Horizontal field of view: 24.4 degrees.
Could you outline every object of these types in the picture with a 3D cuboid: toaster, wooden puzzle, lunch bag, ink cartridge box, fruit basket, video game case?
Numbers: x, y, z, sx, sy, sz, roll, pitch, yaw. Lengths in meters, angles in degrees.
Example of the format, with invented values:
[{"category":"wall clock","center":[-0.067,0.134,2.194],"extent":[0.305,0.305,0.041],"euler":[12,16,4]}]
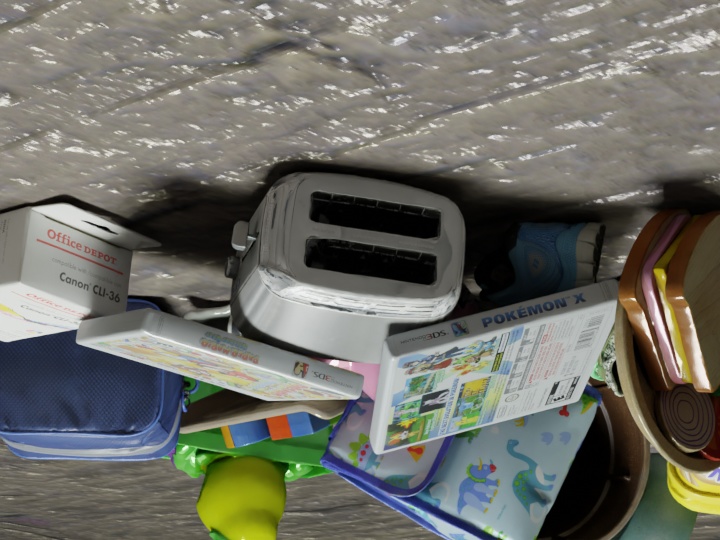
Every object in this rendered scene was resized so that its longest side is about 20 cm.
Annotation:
[{"category":"toaster","center":[0.000,0.000,1.239],"extent":[0.198,0.115,0.129],"euler":[10,159,-6]},{"category":"wooden puzzle","center":[-0.058,0.131,1.636],"extent":[0.199,0.047,0.185],"euler":[-8,-172,38]},{"category":"lunch bag","center":[-0.253,0.106,1.581],"extent":[0.198,0.137,0.132],"euler":[2,162,1]},{"category":"ink cartridge box","center":[-0.272,0.004,1.382],"extent":[0.199,0.068,0.116],"euler":[-11,156,40]},{"category":"fruit basket","center":[-0.128,0.212,1.763],"extent":[0.214,0.218,0.155],"euler":[10,166,-19]},{"category":"video game case","center":[-0.116,0.070,1.320],"extent":[0.181,0.023,0.200],"euler":[19,168,-21]},{"category":"video game case","center":[0.100,0.078,1.288],"extent":[0.181,0.022,0.200],"euler":[-14,156,-10]},{"category":"lunch bag","center":[0.087,0.142,1.465],"extent":[0.199,0.171,0.128],"euler":[28,165,4]}]

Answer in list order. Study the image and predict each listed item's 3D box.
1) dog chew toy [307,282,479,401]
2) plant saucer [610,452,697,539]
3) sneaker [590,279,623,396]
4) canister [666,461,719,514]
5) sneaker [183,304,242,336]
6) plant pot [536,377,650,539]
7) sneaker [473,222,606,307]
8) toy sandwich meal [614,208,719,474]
[{"category":"dog chew toy","center":[-0.004,0.047,1.384],"extent":[0.198,0.126,0.125],"euler":[8,163,13]},{"category":"plant saucer","center":[0.244,0.254,1.633],"extent":[0.039,0.202,0.200],"euler":[39,148,-21]},{"category":"sneaker","center":[0.206,0.065,1.428],"extent":[0.076,0.089,0.200],"euler":[15,159,-30]},{"category":"canister","center":[0.355,0.125,1.469],"extent":[0.147,0.087,0.201],"euler":[5,136,5]},{"category":"sneaker","center":[-0.065,0.063,1.522],"extent":[0.198,0.077,0.081],"euler":[-3,151,17]},{"category":"plant pot","center":[0.152,0.179,1.651],"extent":[0.199,0.202,0.198],"euler":[11,168,-20]},{"category":"sneaker","center":[0.134,0.009,1.327],"extent":[0.089,0.079,0.200],"euler":[14,153,1]},{"category":"toy sandwich meal","center":[0.258,0.049,1.226],"extent":[0.070,0.207,0.204],"euler":[-9,158,42]}]
